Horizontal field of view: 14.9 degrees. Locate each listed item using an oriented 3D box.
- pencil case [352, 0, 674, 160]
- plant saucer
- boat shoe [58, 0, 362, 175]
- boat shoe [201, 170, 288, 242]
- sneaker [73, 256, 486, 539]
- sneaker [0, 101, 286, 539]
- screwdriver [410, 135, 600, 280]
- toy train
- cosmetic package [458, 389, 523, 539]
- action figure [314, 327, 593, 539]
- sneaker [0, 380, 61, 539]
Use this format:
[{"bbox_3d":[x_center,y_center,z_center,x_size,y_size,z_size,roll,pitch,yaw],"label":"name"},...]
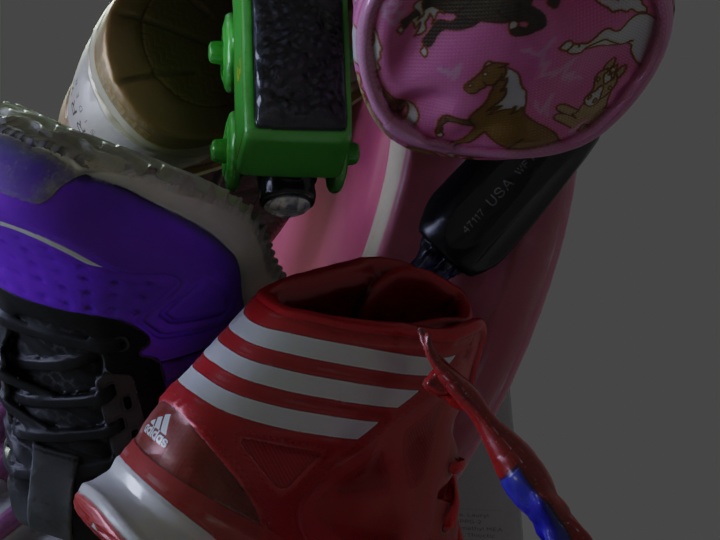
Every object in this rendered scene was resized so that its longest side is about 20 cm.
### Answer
[{"bbox_3d":[0.036,-0.114,0.748,0.201,0.082,0.087,-91,-1,-50],"label":"pencil case"},{"bbox_3d":[0.000,0.000,0.905,0.201,0.051,0.201,-53,24,36],"label":"plant saucer"},{"bbox_3d":[-0.016,-0.085,0.843,0.074,0.200,0.069,58,142,2],"label":"boat shoe"},{"bbox_3d":[-0.044,-0.077,0.933,0.072,0.075,0.201,131,157,-69],"label":"boat shoe"},{"bbox_3d":[0.020,0.072,0.787,0.116,0.200,0.078,-52,46,-1],"label":"sneaker"},{"bbox_3d":[-0.070,0.027,0.778,0.100,0.069,0.200,-65,-19,-11],"label":"sneaker"},{"bbox_3d":[0.000,0.027,0.810,0.200,0.029,0.028,-52,27,6],"label":"screwdriver"},{"bbox_3d":[-0.023,-0.113,0.768,0.056,0.041,0.201,109,160,-67],"label":"toy train"},{"bbox_3d":[0.014,0.106,0.998,0.201,0.081,0.113,-89,4,-46],"label":"cosmetic package"},{"bbox_3d":[0.027,0.074,0.669,0.099,0.065,0.200,48,179,-2],"label":"action figure"},{"bbox_3d":[-0.076,0.097,0.922,0.088,0.080,0.201,55,-169,-79],"label":"sneaker"}]
